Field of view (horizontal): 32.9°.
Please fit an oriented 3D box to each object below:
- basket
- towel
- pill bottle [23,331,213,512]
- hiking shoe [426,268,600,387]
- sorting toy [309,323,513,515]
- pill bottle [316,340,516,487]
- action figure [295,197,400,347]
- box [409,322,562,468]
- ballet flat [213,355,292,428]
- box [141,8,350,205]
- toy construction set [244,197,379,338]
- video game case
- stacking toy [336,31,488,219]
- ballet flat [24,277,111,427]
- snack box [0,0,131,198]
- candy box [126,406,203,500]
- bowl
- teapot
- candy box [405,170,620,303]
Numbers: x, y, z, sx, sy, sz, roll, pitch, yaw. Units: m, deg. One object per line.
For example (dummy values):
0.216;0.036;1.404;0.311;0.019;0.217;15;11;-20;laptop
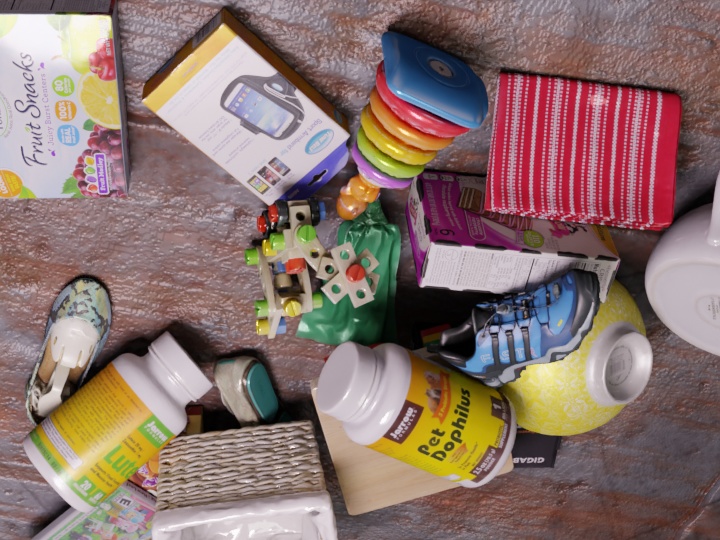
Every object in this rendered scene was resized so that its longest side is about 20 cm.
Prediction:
-0.130;0.298;1.389;0.199;0.161;0.199;-8;122;-5;basket
0.230;-0.121;1.244;0.199;0.022;0.145;5;92;-10;towel
-0.266;0.164;1.361;0.200;0.111;0.111;-41;123;-7;pill bottle
0.155;0.057;1.212;0.087;0.075;0.200;18;140;-27;hiking shoe
0.057;0.162;1.384;0.199;0.070;0.199;-15;124;-1;sorting toy
0.057;0.145;1.264;0.200;0.109;0.109;25;120;-25;pill bottle
0.000;0.000;1.330;0.118;0.055;0.200;5;130;-9;action figure
0.151;0.155;1.465;0.199;0.050;0.199;2;125;-6;box
-0.122;0.178;1.457;0.062;0.067;0.200;2;127;28;ballet flat
-0.105;-0.153;1.221;0.119;0.042;0.200;-38;123;21;box
-0.062;-0.004;1.258;0.092;0.132;0.200;-3;173;-31;toy construction set
-0.299;0.351;1.513;0.200;0.022;0.182;-39;120;22;video game case
0.031;-0.123;1.211;0.110;0.116;0.200;21;124;-20;stacking toy
-0.329;0.102;1.366;0.074;0.074;0.200;15;123;-16;ballet flat
-0.302;-0.166;1.182;0.142;0.053;0.200;0;126;-4;snack box
-0.249;0.257;1.495;0.116;0.057;0.200;0;125;-5;candy box
0.252;0.094;1.331;0.200;0.108;0.201;-9;105;-35;bowl
0.411;-0.011;1.312;0.197;0.146;0.200;35;152;-5;teapot
0.155;-0.037;1.269;0.199;0.137;0.061;5;127;-10;candy box
